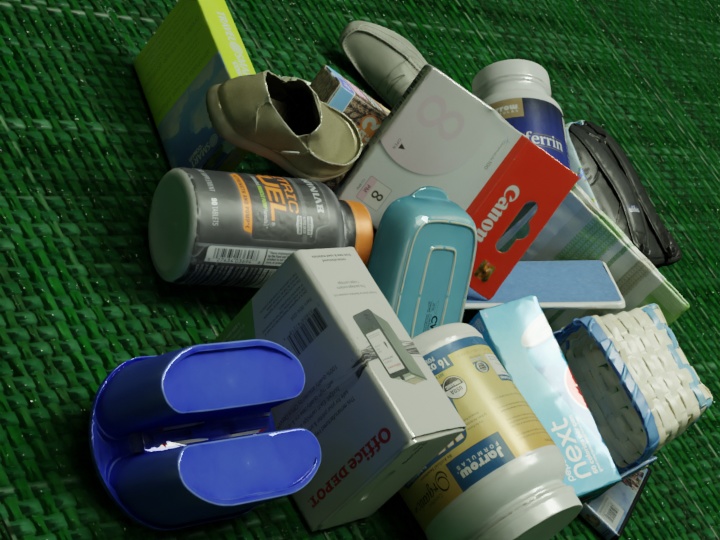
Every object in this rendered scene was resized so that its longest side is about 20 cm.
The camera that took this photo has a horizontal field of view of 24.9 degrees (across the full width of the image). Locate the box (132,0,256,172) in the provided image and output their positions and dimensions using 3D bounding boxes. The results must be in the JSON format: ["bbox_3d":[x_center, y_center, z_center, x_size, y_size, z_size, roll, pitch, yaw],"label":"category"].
[{"bbox_3d":[-0.155,-0.170,1.612,0.048,0.122,0.201,10,45,-41],"label":"box"}]

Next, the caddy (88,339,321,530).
[{"bbox_3d":[-0.127,0.132,1.321,0.199,0.105,0.142,-2,78,-48],"label":"caddy"}]

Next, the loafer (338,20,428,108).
[{"bbox_3d":[0.057,-0.223,1.949,0.200,0.070,0.070,36,25,-13],"label":"loafer"}]

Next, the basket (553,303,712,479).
[{"bbox_3d":[0.240,0.135,1.657,0.199,0.139,0.177,-16,69,-25],"label":"basket"}]

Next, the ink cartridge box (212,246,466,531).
[{"bbox_3d":[-0.023,0.102,1.422,0.084,0.146,0.200,-4,56,-50],"label":"ink cartridge box"}]

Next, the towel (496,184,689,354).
[{"bbox_3d":[0.251,0.010,1.818,0.200,0.149,0.031,46,33,3],"label":"towel"}]

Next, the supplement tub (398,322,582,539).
[{"bbox_3d":[0.096,0.164,1.480,0.144,0.145,0.200,-8,58,-50],"label":"supplement tub"}]

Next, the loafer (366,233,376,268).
[{"bbox_3d":[0.000,0.000,1.638,0.200,0.076,0.067,35,35,3],"label":"loafer"}]

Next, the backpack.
[{"bbox_3d":[0.281,-0.085,1.985,0.163,0.153,0.201,-7,79,-48],"label":"backpack"}]

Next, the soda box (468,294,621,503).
[{"bbox_3d":[0.170,0.129,1.567,0.068,0.064,0.201,-15,72,-25],"label":"soda box"}]

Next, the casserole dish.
[{"bbox_3d":[0.059,0.021,1.572,0.121,0.201,0.039,4,12,-42],"label":"casserole dish"}]

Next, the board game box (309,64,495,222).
[{"bbox_3d":[0.022,-0.111,1.705,0.200,0.097,0.159,34,8,-13],"label":"board game box"}]

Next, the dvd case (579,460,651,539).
[{"bbox_3d":[0.213,0.179,1.707,0.200,0.018,0.143,43,32,2],"label":"dvd case"}]

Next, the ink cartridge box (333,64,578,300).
[{"bbox_3d":[0.098,-0.083,1.615,0.200,0.163,0.057,35,8,-9],"label":"ink cartridge box"}]

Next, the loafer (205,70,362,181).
[{"bbox_3d":[-0.057,-0.135,1.520,0.200,0.068,0.076,12,62,-52],"label":"loafer"}]

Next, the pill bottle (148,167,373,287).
[{"bbox_3d":[-0.088,-0.036,1.519,0.199,0.106,0.107,3,49,-31],"label":"pill bottle"}]

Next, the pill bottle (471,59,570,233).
[{"bbox_3d":[0.186,-0.140,1.912,0.115,0.116,0.201,17,55,-34],"label":"pill bottle"}]

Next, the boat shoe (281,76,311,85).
[{"bbox_3d":[-0.009,-0.165,1.819,0.199,0.062,0.072,30,35,-18],"label":"boat shoe"}]

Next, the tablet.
[{"bbox_3d":[0.171,0.017,1.723,0.199,0.014,0.130,-1,20,-2],"label":"tablet"}]
